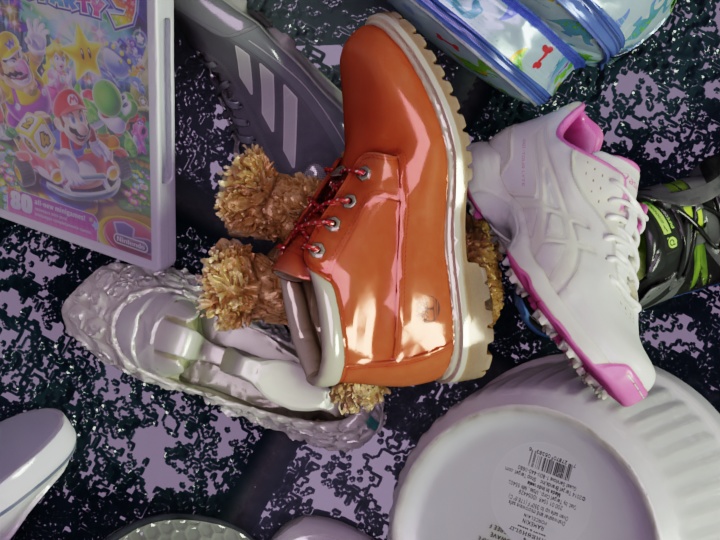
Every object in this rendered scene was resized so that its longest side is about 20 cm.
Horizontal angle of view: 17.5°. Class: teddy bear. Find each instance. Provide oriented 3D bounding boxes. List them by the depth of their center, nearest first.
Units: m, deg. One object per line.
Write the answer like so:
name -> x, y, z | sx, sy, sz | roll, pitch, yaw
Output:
teddy bear -> 0.000, 0.000, 1.285 | 0.200, 0.067, 0.145 | 34, 65, -25

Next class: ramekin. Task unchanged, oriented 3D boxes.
ramekin -> 0.109, 0.146, 1.272 | 0.200, 0.105, 0.201 | 1, 93, 28

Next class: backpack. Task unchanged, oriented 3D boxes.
backpack -> 0.086, -0.180, 1.267 | 0.183, 0.200, 0.147 | 39, 90, 1

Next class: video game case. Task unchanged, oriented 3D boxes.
video game case -> -0.162, -0.109, 1.289 | 0.143, 0.018, 0.200 | 19, 120, 31

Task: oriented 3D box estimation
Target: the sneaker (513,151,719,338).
sneaker -> 0.180, -0.019, 1.319 | 0.199, 0.083, 0.071 | -27, 84, 0

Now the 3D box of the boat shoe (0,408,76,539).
boat shoe -> -0.237, 0.160, 1.344 | 0.200, 0.074, 0.065 | -39, 120, -5

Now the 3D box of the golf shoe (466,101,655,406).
golf shoe -> 0.119, -0.016, 1.246 | 0.091, 0.075, 0.200 | -32, 49, 6

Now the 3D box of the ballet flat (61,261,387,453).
ballet flat -> -0.077, 0.046, 1.336 | 0.200, 0.072, 0.072 | 21, 90, 2

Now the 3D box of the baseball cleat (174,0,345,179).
baseball cleat -> -0.057, -0.084, 1.312 | 0.200, 0.070, 0.106 | 40, 93, -18

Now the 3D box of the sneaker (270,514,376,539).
sneaker -> 0.019, 0.223, 1.324 | 0.070, 0.080, 0.200 | -37, 87, 3

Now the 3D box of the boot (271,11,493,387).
boot -> 0.002, -0.035, 1.225 | 0.107, 0.075, 0.200 | -8, 87, -22

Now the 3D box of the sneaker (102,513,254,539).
sneaker -> -0.160, 0.208, 1.328 | 0.202, 0.146, 0.077 | -15, 71, -33
